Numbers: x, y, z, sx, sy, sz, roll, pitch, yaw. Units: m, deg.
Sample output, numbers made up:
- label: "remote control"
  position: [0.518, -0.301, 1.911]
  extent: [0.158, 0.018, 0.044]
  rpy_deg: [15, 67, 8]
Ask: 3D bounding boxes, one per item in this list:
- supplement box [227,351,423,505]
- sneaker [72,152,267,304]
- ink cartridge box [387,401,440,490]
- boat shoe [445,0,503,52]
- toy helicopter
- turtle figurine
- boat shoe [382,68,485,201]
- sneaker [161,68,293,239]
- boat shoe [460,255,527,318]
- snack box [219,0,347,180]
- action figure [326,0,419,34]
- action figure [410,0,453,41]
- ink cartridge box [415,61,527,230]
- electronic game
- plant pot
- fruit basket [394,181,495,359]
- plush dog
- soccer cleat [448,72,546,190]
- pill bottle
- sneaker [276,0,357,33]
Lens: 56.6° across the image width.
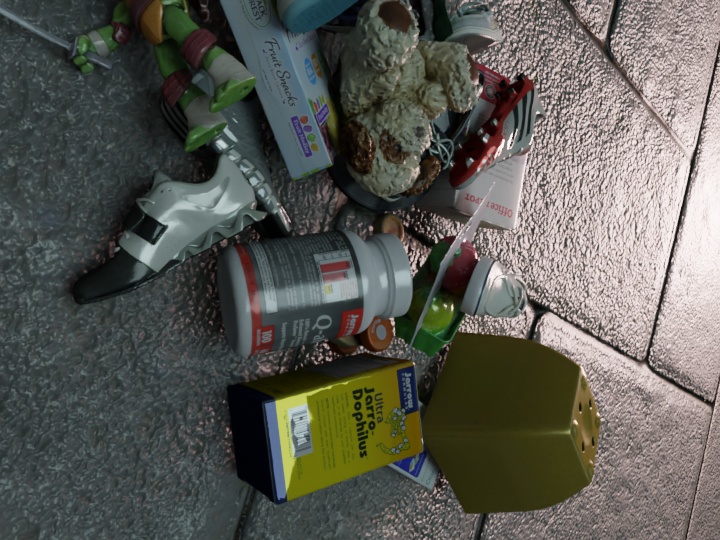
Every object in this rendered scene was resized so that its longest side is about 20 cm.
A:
- label: "supplement box"
  position: [-0.039, 0.172, 0.771]
  extent: [0.196, 0.108, 0.113]
  rpy_deg: [-9, 95, -32]
- label: "sneaker"
  position: [-0.195, -0.044, 0.641]
  extent: [0.198, 0.074, 0.090]
  rpy_deg: [-33, 107, -17]
- label: "ink cartridge box"
  position: [0.055, 0.227, 0.940]
  extent: [0.200, 0.039, 0.101]
  rpy_deg: [42, 68, -39]
- label: "boat shoe"
  position: [0.149, -0.331, 0.907]
  extent: [0.202, 0.073, 0.066]
  rpy_deg: [-39, 110, -60]
- label: "toy helicopter"
  position: [0.000, 0.000, 0.852]
  extent: [0.132, 0.078, 0.202]
  rpy_deg: [46, 54, -27]
- label: "turtle figurine"
  position: [-0.195, -0.202, 0.569]
  extent: [0.143, 0.200, 0.195]
  rpy_deg: [-38, 92, 13]
- label: "boat shoe"
  position: [0.089, -0.171, 0.830]
  extent: [0.075, 0.061, 0.201]
  rpy_deg: [47, 72, -26]
- label: "sneaker"
  position: [-0.110, -0.136, 0.717]
  extent: [0.116, 0.074, 0.201]
  rpy_deg: [-53, 126, -27]
- label: "boat shoe"
  position: [0.177, 0.028, 0.841]
  extent: [0.073, 0.069, 0.199]
  rpy_deg: [-69, 162, 6]
- label: "snack box"
  position: [-0.074, -0.216, 0.702]
  extent: [0.143, 0.052, 0.204]
  rpy_deg: [-75, 146, -64]
- label: "action figure"
  position: [0.000, -0.337, 0.709]
  extent: [0.105, 0.199, 0.194]
  rpy_deg: [-46, 116, -12]
- label: "action figure"
  position: [0.074, -0.383, 0.851]
  extent: [0.053, 0.117, 0.206]
  rpy_deg: [0, 87, -30]
- label: "ink cartridge box"
  position: [0.168, -0.173, 0.961]
  extent: [0.145, 0.085, 0.206]
  rpy_deg: [12, 89, -40]
- label: "electronic game"
  position: [0.034, -0.179, 0.856]
  extent: [0.196, 0.041, 0.206]
  rpy_deg: [-4, 97, -31]
- label: "plant pot"
  position: [0.231, 0.218, 0.961]
  extent: [0.198, 0.196, 0.196]
  rpy_deg: [60, 40, -29]
- label: "fruit basket"
  position: [0.107, 0.004, 0.870]
  extent: [0.186, 0.092, 0.203]
  rpy_deg: [-51, 158, -41]
- label: "plush dog"
  position: [0.026, -0.169, 0.729]
  extent: [0.198, 0.158, 0.177]
  rpy_deg: [12, 80, -50]
- label: "soccer cleat"
  position: [0.185, -0.170, 0.880]
  extent: [0.085, 0.068, 0.202]
  rpy_deg: [46, 64, -25]
- label: "pill bottle"
  position: [-0.050, 0.019, 0.727]
  extent: [0.195, 0.115, 0.119]
  rpy_deg: [-9, 102, -21]
- label: "sneaker"
  position: [-0.011, -0.320, 0.590]
  extent: [0.197, 0.080, 0.133]
  rpy_deg: [-29, 86, 6]
